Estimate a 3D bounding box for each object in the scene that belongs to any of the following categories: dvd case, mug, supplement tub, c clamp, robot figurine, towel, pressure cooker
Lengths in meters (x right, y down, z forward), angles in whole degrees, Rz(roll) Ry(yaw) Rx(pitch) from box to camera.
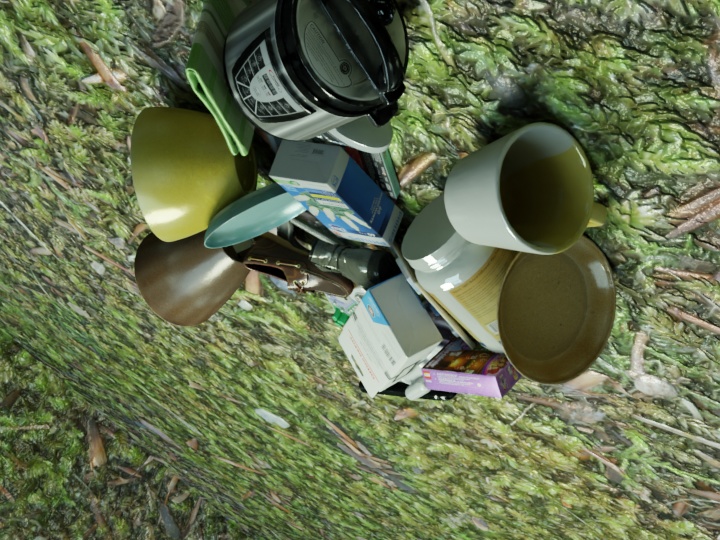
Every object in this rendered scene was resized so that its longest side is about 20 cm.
[{"bbox_3d":[-0.046,-0.174,1.456,0.197,0.022,0.147,14,149,27],"label":"dvd case"},{"bbox_3d":[0.190,-0.079,1.253,0.187,0.150,0.152,48,157,-20],"label":"mug"},{"bbox_3d":[0.164,0.000,1.404,0.200,0.146,0.144,43,150,-25],"label":"supplement tub"},{"bbox_3d":[-0.072,-0.047,1.663,0.198,0.027,0.172,33,149,6],"label":"c clamp"},{"bbox_3d":[0.104,0.121,1.645,0.111,0.172,0.200,19,161,-11],"label":"robot figurine"},{"bbox_3d":[-0.160,-0.257,1.232,0.030,0.202,0.150,-9,140,20],"label":"towel"},{"bbox_3d":[-0.043,-0.251,1.154,0.174,0.182,0.199,12,166,-35],"label":"pressure cooker"}]

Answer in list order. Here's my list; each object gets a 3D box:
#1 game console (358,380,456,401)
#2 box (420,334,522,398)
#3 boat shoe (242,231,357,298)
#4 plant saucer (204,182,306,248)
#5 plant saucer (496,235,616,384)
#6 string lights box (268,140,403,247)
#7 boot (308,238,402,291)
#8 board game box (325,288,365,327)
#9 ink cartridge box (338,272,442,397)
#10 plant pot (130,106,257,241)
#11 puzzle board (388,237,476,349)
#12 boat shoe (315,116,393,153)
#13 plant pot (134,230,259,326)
[{"bbox_3d":[0.128,0.199,1.787,0.198,0.176,0.118,0,122,39],"label":"game console"},{"bbox_3d":[0.199,0.111,1.503,0.135,0.199,0.040,1,119,43],"label":"box"},{"bbox_3d":[-0.101,0.005,1.685,0.198,0.071,0.071,22,150,24],"label":"boat shoe"},{"bbox_3d":[-0.146,-0.090,1.527,0.028,0.198,0.200,64,153,8],"label":"plant saucer"},{"bbox_3d":[0.251,0.047,1.353,0.200,0.201,0.035,43,166,-25],"label":"plant saucer"},{"bbox_3d":[-0.030,-0.107,1.440,0.102,0.060,0.200,11,163,34],"label":"string lights box"},{"bbox_3d":[0.000,0.000,1.598,0.129,0.069,0.200,14,165,21],"label":"boot"},{"bbox_3d":[0.007,0.053,1.786,0.197,0.026,0.201,12,148,31],"label":"board game box"},{"bbox_3d":[0.040,0.102,1.535,0.117,0.067,0.200,60,155,14],"label":"ink cartridge box"},{"bbox_3d":[-0.235,-0.152,1.529,0.139,0.203,0.201,-7,143,13],"label":"plant pot"},{"bbox_3d":[0.094,0.022,1.521,0.151,0.017,0.201,46,-172,-29],"label":"puzzle board"},{"bbox_3d":[-0.046,-0.203,1.349,0.198,0.072,0.068,28,152,10],"label":"boat shoe"},{"bbox_3d":[-0.266,-0.023,1.793,0.186,0.189,0.199,41,137,-22],"label":"plant pot"}]
